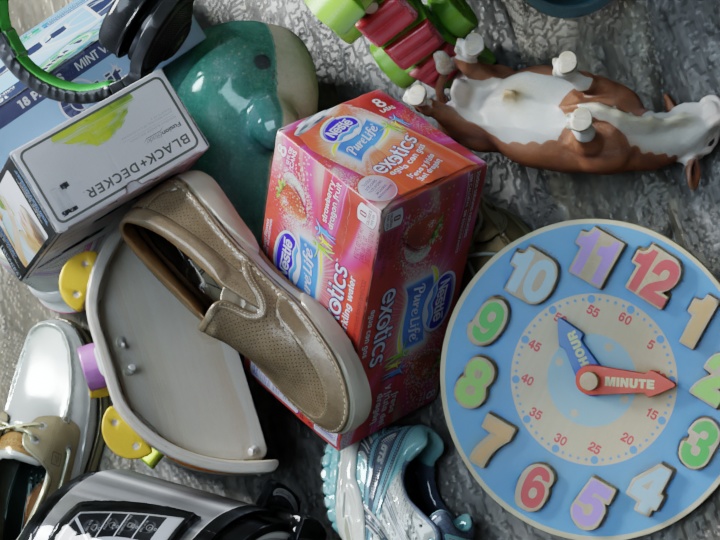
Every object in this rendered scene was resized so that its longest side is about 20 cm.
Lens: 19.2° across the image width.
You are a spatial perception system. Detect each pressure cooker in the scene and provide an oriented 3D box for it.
[{"bbox_3d":[-0.112,0.227,1.389,0.199,0.178,0.177,12,113,32],"label":"pressure cooker"}]

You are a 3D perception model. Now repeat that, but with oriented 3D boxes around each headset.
[{"bbox_3d":[-0.143,-0.189,1.354,0.199,0.094,0.124,-27,96,18],"label":"headset"}]

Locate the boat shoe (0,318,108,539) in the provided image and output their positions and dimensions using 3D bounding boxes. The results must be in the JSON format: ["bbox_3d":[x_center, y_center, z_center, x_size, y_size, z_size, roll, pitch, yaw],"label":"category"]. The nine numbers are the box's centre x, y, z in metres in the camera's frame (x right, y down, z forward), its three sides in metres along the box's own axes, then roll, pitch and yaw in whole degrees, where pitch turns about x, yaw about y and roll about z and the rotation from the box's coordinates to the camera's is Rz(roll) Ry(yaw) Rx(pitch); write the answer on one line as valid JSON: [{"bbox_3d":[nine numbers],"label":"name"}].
[{"bbox_3d":[-0.233,0.131,1.539,0.074,0.068,0.201,-5,78,30],"label":"boat shoe"}]

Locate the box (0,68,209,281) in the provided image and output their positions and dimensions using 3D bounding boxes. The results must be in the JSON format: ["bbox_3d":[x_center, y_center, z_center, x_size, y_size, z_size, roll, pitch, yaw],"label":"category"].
[{"bbox_3d":[-0.180,-0.060,1.405,0.116,0.200,0.060,-31,91,-17],"label":"box"}]

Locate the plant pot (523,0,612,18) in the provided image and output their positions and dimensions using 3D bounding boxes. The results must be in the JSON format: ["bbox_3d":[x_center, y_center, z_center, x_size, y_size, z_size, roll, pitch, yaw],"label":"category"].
[{"bbox_3d":[0.073,-0.280,1.369,0.195,0.200,0.201,20,91,40],"label":"plant pot"}]

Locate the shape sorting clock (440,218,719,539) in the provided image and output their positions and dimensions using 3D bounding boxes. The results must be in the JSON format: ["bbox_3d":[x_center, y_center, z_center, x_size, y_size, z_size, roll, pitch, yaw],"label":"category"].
[{"bbox_3d":[0.144,0.068,1.319,0.199,0.039,0.201,-1,88,17],"label":"shape sorting clock"}]

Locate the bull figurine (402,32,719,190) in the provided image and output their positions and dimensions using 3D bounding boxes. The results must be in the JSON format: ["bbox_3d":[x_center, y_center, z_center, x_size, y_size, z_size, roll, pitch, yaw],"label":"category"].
[{"bbox_3d":[0.126,-0.098,1.329,0.199,0.121,0.066,6,77,29],"label":"bull figurine"}]

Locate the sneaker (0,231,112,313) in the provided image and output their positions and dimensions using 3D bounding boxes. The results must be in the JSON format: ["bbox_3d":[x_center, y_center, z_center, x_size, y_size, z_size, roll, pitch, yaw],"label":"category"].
[{"bbox_3d":[-0.202,-0.072,1.544,0.081,0.088,0.201,17,84,32],"label":"sneaker"}]

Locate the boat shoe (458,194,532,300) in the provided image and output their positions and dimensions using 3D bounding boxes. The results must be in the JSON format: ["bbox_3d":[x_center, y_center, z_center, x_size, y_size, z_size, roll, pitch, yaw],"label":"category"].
[{"bbox_3d":[0.047,-0.030,1.403,0.200,0.063,0.074,39,101,30],"label":"boat shoe"}]

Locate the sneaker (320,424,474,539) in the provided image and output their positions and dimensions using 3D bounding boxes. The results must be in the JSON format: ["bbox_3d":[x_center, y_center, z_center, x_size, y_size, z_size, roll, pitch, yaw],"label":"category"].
[{"bbox_3d":[0.032,0.192,1.364,0.086,0.078,0.201,-19,71,23],"label":"sneaker"}]

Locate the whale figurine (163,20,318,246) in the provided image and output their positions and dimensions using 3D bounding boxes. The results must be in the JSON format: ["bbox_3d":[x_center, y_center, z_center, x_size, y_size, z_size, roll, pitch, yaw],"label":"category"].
[{"bbox_3d":[-0.090,-0.072,1.442,0.159,0.103,0.201,137,137,-65],"label":"whale figurine"}]

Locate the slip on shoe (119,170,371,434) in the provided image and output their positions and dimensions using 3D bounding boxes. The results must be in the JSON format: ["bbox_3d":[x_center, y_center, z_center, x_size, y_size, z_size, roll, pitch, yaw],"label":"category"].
[{"bbox_3d":[-0.073,0.026,1.324,0.200,0.060,0.076,53,142,12],"label":"slip on shoe"}]

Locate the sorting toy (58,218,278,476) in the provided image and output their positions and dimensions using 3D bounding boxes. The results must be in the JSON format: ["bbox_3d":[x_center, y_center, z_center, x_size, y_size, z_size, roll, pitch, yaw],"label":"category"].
[{"bbox_3d":[-0.147,0.061,1.449,0.106,0.180,0.201,-16,84,-15],"label":"sorting toy"}]

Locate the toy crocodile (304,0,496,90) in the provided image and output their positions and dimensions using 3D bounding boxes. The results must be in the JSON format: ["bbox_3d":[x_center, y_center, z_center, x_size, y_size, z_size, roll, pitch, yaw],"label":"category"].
[{"bbox_3d":[0.029,-0.155,1.357,0.067,0.200,0.062,-36,61,15],"label":"toy crocodile"}]

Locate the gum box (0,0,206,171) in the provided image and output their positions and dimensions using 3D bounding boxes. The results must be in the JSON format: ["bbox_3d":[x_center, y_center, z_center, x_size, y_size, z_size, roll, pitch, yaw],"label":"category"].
[{"bbox_3d":[-0.204,-0.144,1.484,0.169,0.045,0.200,-34,18,-6],"label":"gum box"}]

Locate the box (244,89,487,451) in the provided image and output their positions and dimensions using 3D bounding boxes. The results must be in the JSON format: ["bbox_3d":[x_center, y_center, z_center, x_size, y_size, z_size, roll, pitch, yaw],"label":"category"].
[{"bbox_3d":[0.000,0.000,1.354,0.100,0.095,0.201,38,136,31],"label":"box"}]
